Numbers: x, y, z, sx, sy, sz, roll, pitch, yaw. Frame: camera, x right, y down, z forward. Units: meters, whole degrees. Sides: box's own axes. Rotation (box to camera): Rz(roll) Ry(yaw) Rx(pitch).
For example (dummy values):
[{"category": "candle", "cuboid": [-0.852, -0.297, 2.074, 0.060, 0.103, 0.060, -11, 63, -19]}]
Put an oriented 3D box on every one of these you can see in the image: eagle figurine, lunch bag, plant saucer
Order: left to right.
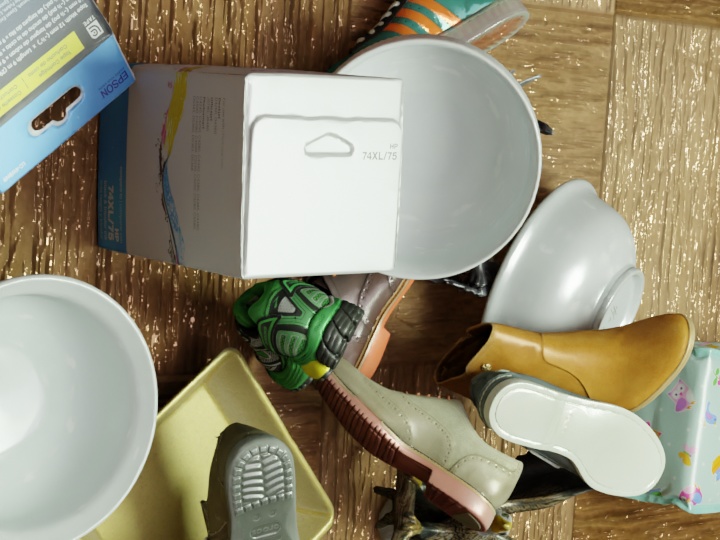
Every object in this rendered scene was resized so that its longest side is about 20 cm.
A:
[{"category": "plant saucer", "cuboid": [-0.138, 0.193, 1.364, 0.200, 0.048, 0.201, -44, 122, -26]}, {"category": "eagle figurine", "cuboid": [0.118, 0.221, 1.466, 0.199, 0.151, 0.152, 13, 114, -18]}, {"category": "lunch bag", "cuboid": [0.356, 0.159, 1.719, 0.199, 0.122, 0.171, 10, 88, -48]}]

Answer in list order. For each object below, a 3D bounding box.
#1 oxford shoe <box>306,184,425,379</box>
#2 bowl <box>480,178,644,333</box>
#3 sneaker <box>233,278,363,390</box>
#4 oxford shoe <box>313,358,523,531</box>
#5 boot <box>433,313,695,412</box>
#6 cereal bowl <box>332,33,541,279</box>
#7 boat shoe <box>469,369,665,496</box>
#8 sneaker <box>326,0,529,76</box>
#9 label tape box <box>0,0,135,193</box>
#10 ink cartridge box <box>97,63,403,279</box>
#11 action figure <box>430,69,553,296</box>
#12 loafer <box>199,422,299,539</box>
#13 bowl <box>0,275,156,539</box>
[{"category": "oxford shoe", "cuboid": [0.000, 0.000, 1.434, 0.072, 0.071, 0.201, 21, 83, -34]}, {"category": "bowl", "cuboid": [0.198, 0.024, 1.532, 0.201, 0.090, 0.202, -43, 148, -36]}, {"category": "sneaker", "cuboid": [-0.057, 0.038, 1.315, 0.085, 0.200, 0.078, 32, 76, -5]}, {"category": "oxford shoe", "cuboid": [0.045, 0.129, 1.396, 0.200, 0.071, 0.074, 40, 72, 3]}, {"category": "boot", "cuboid": [0.169, 0.074, 1.429, 0.144, 0.201, 0.071, 27, 45, -29]}, {"category": "cereal bowl", "cuboid": [0.051, -0.099, 1.375, 0.083, 0.199, 0.201, -68, 149, -70]}, {"category": "boat shoe", "cuboid": [0.176, 0.133, 1.425, 0.199, 0.062, 0.073, 25, 94, -29]}, {"category": "sneaker", "cuboid": [0.044, -0.206, 1.446, 0.199, 0.071, 0.080, -27, 75, -19]}, {"category": "label tape box", "cuboid": [-0.269, -0.178, 1.189, 0.143, 0.066, 0.201, -44, 123, -25]}, {"category": "ink cartridge box", "cuboid": [-0.085, -0.079, 1.266, 0.146, 0.200, 0.147, -3, 99, -38]}, {"category": "action figure", "cuboid": [0.100, -0.082, 1.475, 0.102, 0.119, 0.201, 8, 98, -47]}, {"category": "loafer", "cuboid": [-0.087, 0.206, 1.331, 0.075, 0.070, 0.201, -6, 118, -23]}, {"category": "bowl", "cuboid": [-0.255, 0.097, 1.216, 0.200, 0.090, 0.202, -7, 101, -38]}]
